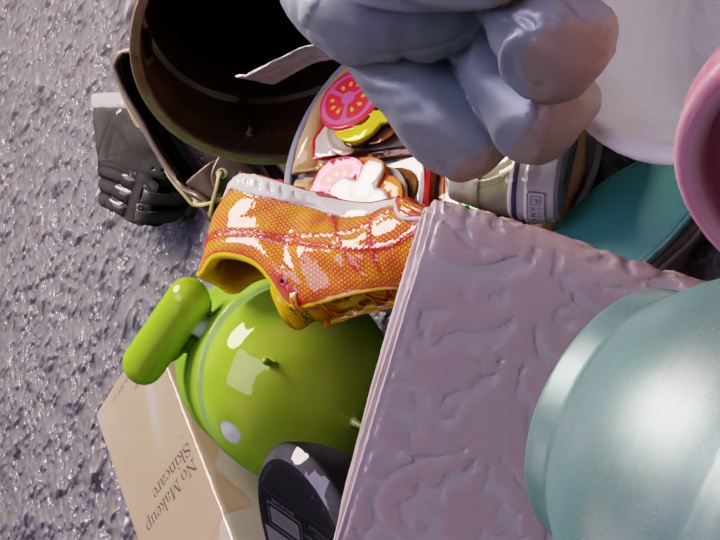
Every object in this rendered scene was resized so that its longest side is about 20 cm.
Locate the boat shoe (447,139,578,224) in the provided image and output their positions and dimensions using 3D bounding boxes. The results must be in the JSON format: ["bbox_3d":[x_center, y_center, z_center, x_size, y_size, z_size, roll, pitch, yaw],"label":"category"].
[{"bbox_3d":[0.092,-0.120,0.848,0.061,0.072,0.202,10,63,11],"label":"boat shoe"}]

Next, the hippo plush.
[{"bbox_3d":[0.051,-0.150,0.768,0.199,0.160,0.162,1,50,38],"label":"hippo plush"}]

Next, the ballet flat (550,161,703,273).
[{"bbox_3d":[0.111,0.016,0.827,0.200,0.064,0.067,-41,49,0],"label":"ballet flat"}]

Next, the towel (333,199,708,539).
[{"bbox_3d":[0.098,0.084,0.746,0.032,0.198,0.193,-107,34,-79],"label":"towel"}]

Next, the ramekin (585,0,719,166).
[{"bbox_3d":[0.187,-0.139,0.750,0.200,0.097,0.203,-18,67,48],"label":"ramekin"}]

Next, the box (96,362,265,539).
[{"bbox_3d":[-0.098,0.144,1.058,0.095,0.077,0.201,-55,44,28],"label":"box"}]

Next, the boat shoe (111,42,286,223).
[{"bbox_3d":[-0.095,-0.069,1.063,0.072,0.059,0.201,-35,84,35],"label":"boat shoe"}]

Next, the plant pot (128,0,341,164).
[{"bbox_3d":[-0.063,-0.207,1.024,0.201,0.199,0.199,-53,37,29],"label":"plant pot"}]

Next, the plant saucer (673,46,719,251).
[{"bbox_3d":[0.223,-0.048,0.617,0.200,0.200,0.051,-21,41,47],"label":"plant saucer"}]

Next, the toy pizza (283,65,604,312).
[{"bbox_3d":[0.041,-0.071,0.905,0.198,0.032,0.202,-13,59,22],"label":"toy pizza"}]

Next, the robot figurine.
[{"bbox_3d":[-0.047,0.060,0.957,0.116,0.175,0.200,-59,15,-4],"label":"robot figurine"}]

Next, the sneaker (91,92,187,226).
[{"bbox_3d":[-0.127,-0.081,1.170,0.199,0.070,0.100,6,99,47],"label":"sneaker"}]

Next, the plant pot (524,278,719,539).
[{"bbox_3d":[0.152,0.084,0.645,0.134,0.199,0.202,28,103,45],"label":"plant pot"}]

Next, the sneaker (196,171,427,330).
[{"bbox_3d":[0.000,0.000,0.842,0.199,0.073,0.078,8,75,40],"label":"sneaker"}]

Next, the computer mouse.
[{"bbox_3d":[-0.008,0.169,0.836,0.138,0.052,0.202,31,134,46],"label":"computer mouse"}]
